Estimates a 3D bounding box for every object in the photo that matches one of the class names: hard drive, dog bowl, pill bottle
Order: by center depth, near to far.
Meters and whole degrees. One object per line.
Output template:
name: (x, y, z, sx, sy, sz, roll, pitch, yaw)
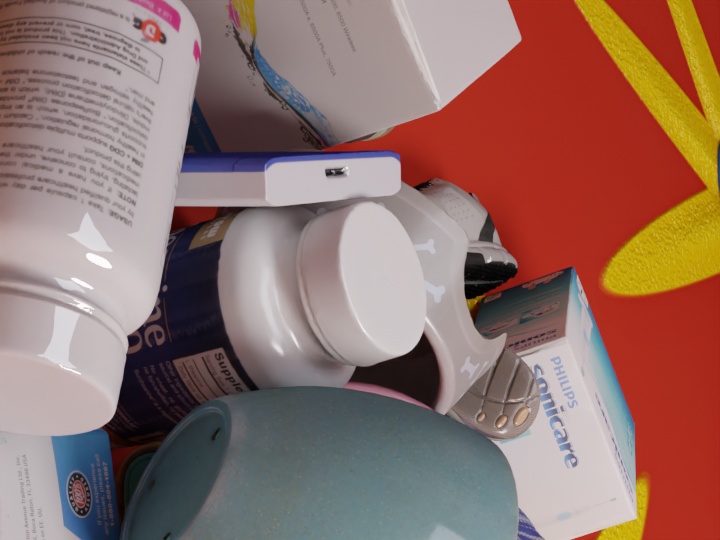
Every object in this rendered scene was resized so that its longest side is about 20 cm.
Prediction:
pill bottle: (-0.142, -0.034, 0.803, 0.113, 0.113, 0.201, 37, 50, -45)
hard drive: (-0.096, -0.050, 0.938, 0.132, 0.199, 0.026, -10, 99, -58)
pill bottle: (-0.069, 0.026, 0.948, 0.111, 0.199, 0.112, 30, 52, -49)
dog bowl: (-0.012, 0.021, 1.054, 0.201, 0.199, 0.059, 55, 48, -28)

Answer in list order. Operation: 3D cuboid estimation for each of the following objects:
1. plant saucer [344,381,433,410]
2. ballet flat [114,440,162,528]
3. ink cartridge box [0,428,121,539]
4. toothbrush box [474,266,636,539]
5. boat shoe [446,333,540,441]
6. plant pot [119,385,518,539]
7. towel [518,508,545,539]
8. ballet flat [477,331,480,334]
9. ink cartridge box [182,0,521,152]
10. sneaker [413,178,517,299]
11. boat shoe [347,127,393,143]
plant saucer: (-0.013, 0.168, 1.027, 0.051, 0.199, 0.202, 124, -45, -79)
ballet flat: (-0.102, 0.195, 0.953, 0.063, 0.068, 0.202, 89, 1, -78)
ink cartridge box: (-0.201, 0.148, 0.795, 0.200, 0.084, 0.146, 12, 66, -57)
toothbrush box: (0.146, 0.099, 1.317, 0.200, 0.085, 0.147, -65, 134, -73)
boat shoe: (0.032, 0.049, 1.188, 0.200, 0.073, 0.074, 43, 73, 8)
plant pot: (-0.039, 0.136, 0.855, 0.134, 0.200, 0.201, 33, 47, -23)
towel: (0.061, 0.126, 1.173, 0.145, 0.024, 0.200, 38, 8, -44)
ballet flat: (0.000, 0.000, 1.135, 0.200, 0.062, 0.067, 49, 0, 21)
ink cartridge box: (-0.031, -0.160, 1.091, 0.147, 0.199, 0.145, -45, 114, -55)
sneaker: (0.042, -0.030, 1.292, 0.200, 0.073, 0.080, 17, 48, -59)
boat shoe: (-0.024, -0.187, 1.240, 0.065, 0.071, 0.201, -30, 108, -63)
